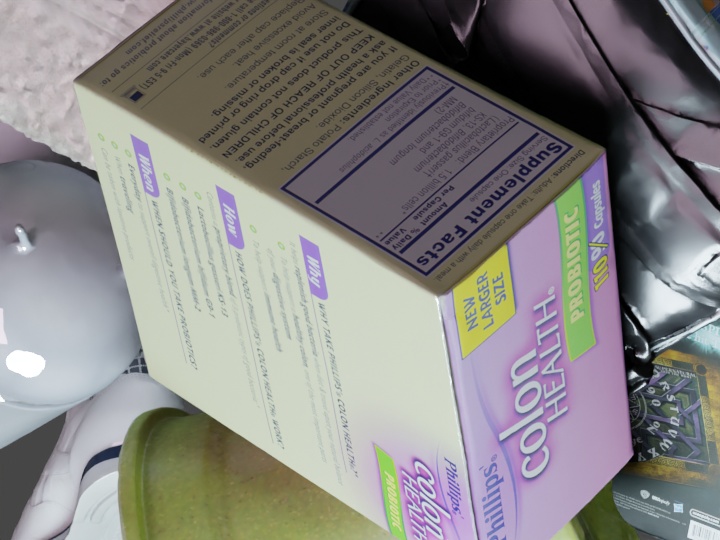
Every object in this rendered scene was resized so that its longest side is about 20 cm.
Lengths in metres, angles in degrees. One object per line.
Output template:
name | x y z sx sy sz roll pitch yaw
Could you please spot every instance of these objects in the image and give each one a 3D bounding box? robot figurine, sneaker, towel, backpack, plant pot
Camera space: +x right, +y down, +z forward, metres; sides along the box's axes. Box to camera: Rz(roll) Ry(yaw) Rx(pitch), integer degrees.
robot figurine | -0.167 0.018 1.373 0.200 0.169 0.114 -30 65 54
sneaker | -0.131 0.109 1.511 0.200 0.076 0.081 132 137 -53
towel | -0.124 -0.119 1.287 0.199 0.034 0.133 29 109 13
backpack | 0.095 -0.075 1.223 0.200 0.151 0.177 47 129 -12
plant pot | 0.020 0.124 1.316 0.183 0.200 0.201 -22 105 14

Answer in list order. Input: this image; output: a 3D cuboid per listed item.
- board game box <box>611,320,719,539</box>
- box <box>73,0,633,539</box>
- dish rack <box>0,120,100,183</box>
board game box | 0.096 0.042 1.364 0.199 0.028 0.136 20 123 20
box | 0.000 0.000 1.189 0.200 0.097 0.176 31 148 34
dish rack | -0.122 -0.053 1.386 0.171 0.044 0.200 15 144 21
